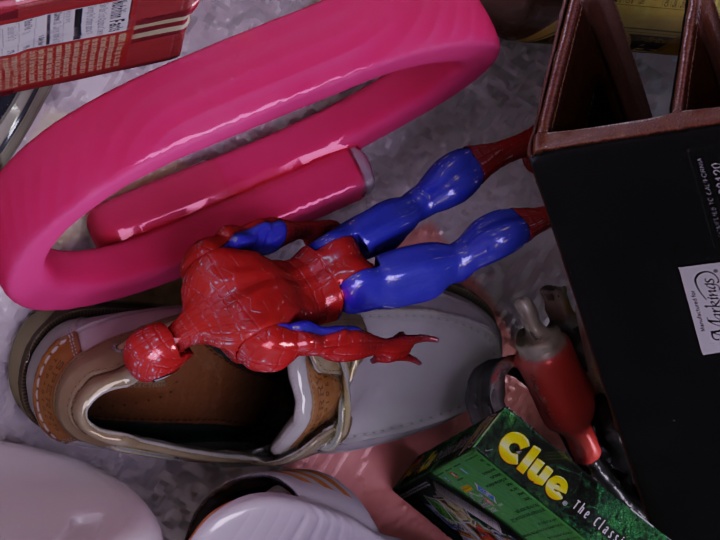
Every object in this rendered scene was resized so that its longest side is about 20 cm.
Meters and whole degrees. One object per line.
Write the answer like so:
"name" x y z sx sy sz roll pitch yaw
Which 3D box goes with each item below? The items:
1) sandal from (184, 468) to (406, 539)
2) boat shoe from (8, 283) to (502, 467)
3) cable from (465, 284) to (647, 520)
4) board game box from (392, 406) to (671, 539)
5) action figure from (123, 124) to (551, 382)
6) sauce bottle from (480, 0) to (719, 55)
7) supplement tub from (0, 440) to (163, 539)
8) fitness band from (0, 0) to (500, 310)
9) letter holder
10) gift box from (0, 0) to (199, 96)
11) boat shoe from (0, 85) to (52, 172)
"sandal" -0.024 0.116 1.126 0.079 0.059 0.206 -52 149 9
"boat shoe" -0.030 0.044 1.106 0.199 0.068 0.075 -6 108 -23
"cable" 0.108 0.085 1.145 0.097 0.050 0.201 -33 105 -33
"board game box" 0.071 0.100 1.081 0.105 0.200 0.023 41 79 -1
"action figure" 0.000 0.000 1.065 0.199 0.066 0.052 -20 154 -30
"sauce bottle" 0.080 -0.117 1.102 0.199 0.065 0.065 4 106 -22
"supplement tub" -0.150 0.176 1.057 0.144 0.145 0.201 0 107 -23
"fitness band" -0.042 -0.044 1.034 0.199 0.144 0.038 -24 77 -14
"letter holder" 0.141 -0.010 1.050 0.100 0.143 0.201 -8 125 18
"gift box" -0.159 -0.150 0.889 0.199 0.185 0.188 -11 86 -11
"boat shoe" -0.133 -0.089 1.017 0.062 0.075 0.201 33 88 -24
